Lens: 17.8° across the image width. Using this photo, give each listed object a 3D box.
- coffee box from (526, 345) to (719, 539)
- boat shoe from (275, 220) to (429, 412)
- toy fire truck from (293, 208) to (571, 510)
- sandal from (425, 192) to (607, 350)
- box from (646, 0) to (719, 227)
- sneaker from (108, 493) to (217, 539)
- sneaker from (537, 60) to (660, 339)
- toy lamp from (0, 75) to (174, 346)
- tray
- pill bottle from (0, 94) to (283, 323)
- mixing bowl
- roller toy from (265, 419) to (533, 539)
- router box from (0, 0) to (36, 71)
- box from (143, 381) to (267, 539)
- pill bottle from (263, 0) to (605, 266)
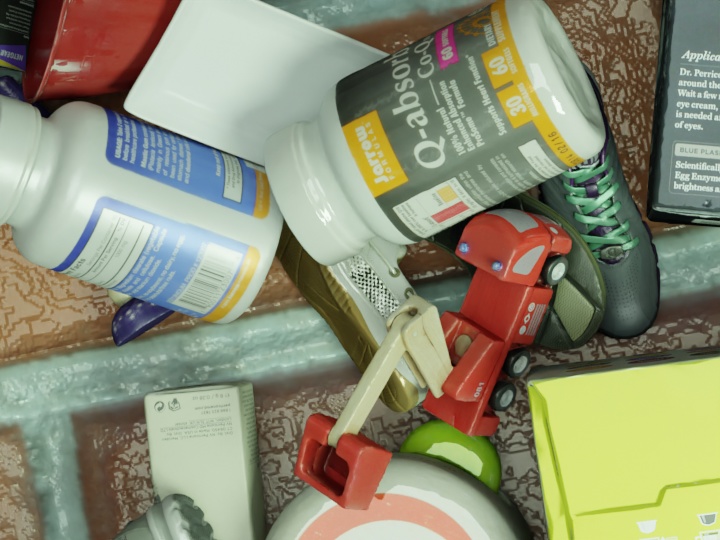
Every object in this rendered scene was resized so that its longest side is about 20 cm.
[{"bbox_3d":[0.217,0.152,1.477,0.199,0.198,0.201,-8,89,5],"label":"coffee box"},{"bbox_3d":[0.000,0.000,1.569,0.069,0.071,0.200,-29,78,-22],"label":"boat shoe"},{"bbox_3d":[0.048,0.052,1.453,0.049,0.141,0.200,30,104,37],"label":"toy fire truck"},{"bbox_3d":[0.094,-0.026,1.547,0.201,0.057,0.080,43,110,28],"label":"sandal"},{"bbox_3d":[0.249,-0.127,1.478,0.117,0.197,0.201,6,90,6],"label":"box"},{"bbox_3d":[-0.110,0.250,1.497,0.082,0.075,0.200,-25,78,14],"label":"sneaker"},{"bbox_3d":[0.148,-0.049,1.540,0.074,0.088,0.201,-19,88,5],"label":"sneaker"},{"bbox_3d":[-0.202,-0.043,1.587,0.058,0.058,0.200,-33,86,4],"label":"toy lamp"},{"bbox_3d":[-0.047,-0.119,1.514,0.200,0.022,0.108,20,117,-28],"label":"tray"},{"bbox_3d":[-0.160,-0.045,1.509,0.200,0.112,0.112,20,91,-23],"label":"pill bottle"},{"bbox_3d":[-0.153,-0.200,1.531,0.108,0.200,0.201,9,90,-15],"label":"mixing bowl"},{"bbox_3d":[0.027,0.214,1.518,0.182,0.140,0.200,-22,85,7],"label":"roller toy"},{"bbox_3d":[-0.310,-0.226,1.569,0.199,0.052,0.158,10,90,25],"label":"router box"},{"bbox_3d":[-0.100,0.178,1.564,0.068,0.082,0.201,-5,88,4],"label":"box"},{"bbox_3d":[0.046,-0.086,1.468,0.200,0.116,0.117,-26,87,16],"label":"pill bottle"}]
